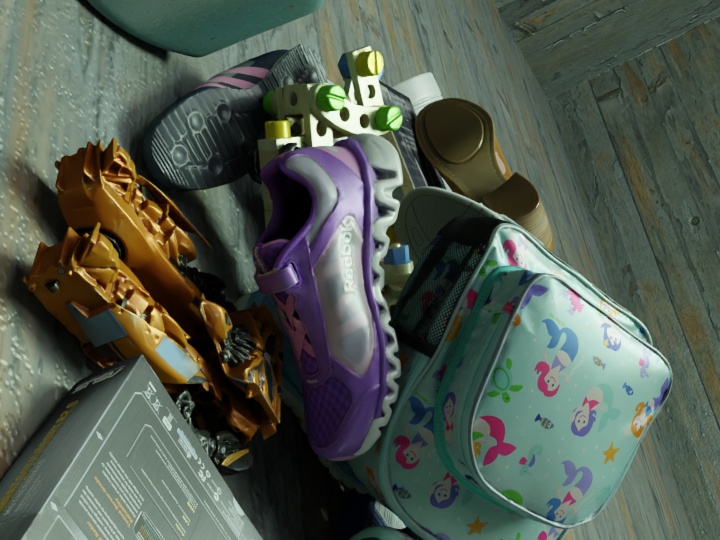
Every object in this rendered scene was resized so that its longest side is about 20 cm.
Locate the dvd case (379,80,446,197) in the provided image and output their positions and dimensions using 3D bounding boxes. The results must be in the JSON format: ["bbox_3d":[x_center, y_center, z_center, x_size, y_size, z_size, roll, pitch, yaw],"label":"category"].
[{"bbox_3d":[0.059,-0.077,0.966,0.203,0.016,0.148,68,16,6],"label":"dvd case"}]

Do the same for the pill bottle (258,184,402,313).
[{"bbox_3d":[0.000,0.000,0.836,0.202,0.104,0.104,56,18,2],"label":"pill bottle"}]

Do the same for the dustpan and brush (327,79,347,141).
[{"bbox_3d":[-0.032,-0.132,0.903,0.139,0.058,0.200,38,-8,-8],"label":"dustpan and brush"}]

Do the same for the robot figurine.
[{"bbox_3d":[-0.106,0.028,0.598,0.200,0.057,0.147,51,25,-39],"label":"robot figurine"}]

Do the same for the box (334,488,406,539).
[{"bbox_3d":[0.017,0.252,0.716,0.122,0.032,0.201,59,19,-22],"label":"box"}]

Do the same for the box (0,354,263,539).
[{"bbox_3d":[-0.093,0.166,0.485,0.202,0.048,0.159,60,20,-19],"label":"box"}]

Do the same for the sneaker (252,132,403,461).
[{"bbox_3d":[-0.028,0.014,0.632,0.087,0.080,0.204,3,85,-39],"label":"sneaker"}]

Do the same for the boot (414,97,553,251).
[{"bbox_3d":[0.120,-0.060,1.001,0.201,0.073,0.156,62,-4,39],"label":"boot"}]

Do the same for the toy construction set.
[{"bbox_3d":[-0.014,-0.058,0.749,0.130,0.091,0.204,-14,89,-45],"label":"toy construction set"}]

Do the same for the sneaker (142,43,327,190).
[{"bbox_3d":[-0.105,-0.109,0.771,0.200,0.081,0.071,-39,116,-49],"label":"sneaker"}]

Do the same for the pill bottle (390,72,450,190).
[{"bbox_3d":[0.081,-0.119,1.212,0.203,0.112,0.113,66,18,-1],"label":"pill bottle"}]

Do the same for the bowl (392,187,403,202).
[{"bbox_3d":[0.040,-0.029,1.026,0.202,0.089,0.203,55,21,-33],"label":"bowl"}]

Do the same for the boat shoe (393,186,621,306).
[{"bbox_3d":[0.115,0.003,0.799,0.200,0.075,0.065,29,10,4],"label":"boat shoe"}]

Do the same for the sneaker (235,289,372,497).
[{"bbox_3d":[-0.002,0.084,0.730,0.200,0.089,0.079,47,34,-23],"label":"sneaker"}]

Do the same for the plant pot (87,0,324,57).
[{"bbox_3d":[-0.115,-0.277,0.746,0.201,0.193,0.199,57,19,-50],"label":"plant pot"}]

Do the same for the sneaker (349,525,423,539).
[{"bbox_3d":[0.062,0.257,0.664,0.139,0.077,0.203,16,53,-66],"label":"sneaker"}]

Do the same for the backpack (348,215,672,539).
[{"bbox_3d":[0.091,0.088,0.677,0.176,0.202,0.150,34,-2,-25],"label":"backpack"}]
